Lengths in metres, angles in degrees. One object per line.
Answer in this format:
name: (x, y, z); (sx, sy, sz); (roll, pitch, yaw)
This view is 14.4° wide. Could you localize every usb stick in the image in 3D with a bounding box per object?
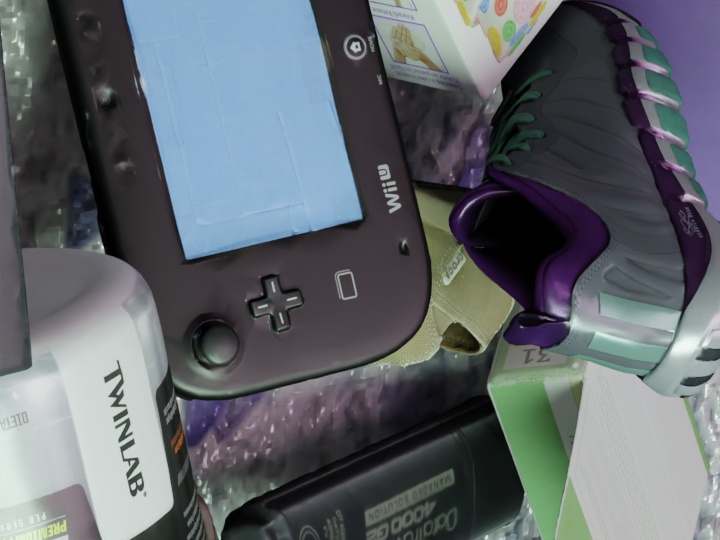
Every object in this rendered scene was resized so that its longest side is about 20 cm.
usb stick: (0.009, 0.090, 1.048); (0.200, 0.032, 0.056); (-19, 110, -60)

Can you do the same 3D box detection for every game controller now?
game controller: (-0.042, -0.062, 0.910); (0.104, 0.042, 0.201); (-14, 89, -13)

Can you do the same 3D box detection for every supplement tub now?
supplement tub: (-0.104, 0.104, 0.868); (0.122, 0.122, 0.201); (-28, 113, -42)

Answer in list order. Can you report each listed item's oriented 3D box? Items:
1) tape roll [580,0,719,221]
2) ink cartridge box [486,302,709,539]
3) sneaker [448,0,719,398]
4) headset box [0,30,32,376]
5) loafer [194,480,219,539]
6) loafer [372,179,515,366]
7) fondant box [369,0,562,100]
tape roll: (0.168, -0.084, 1.144); (0.200, 0.085, 0.201); (5, 84, -59)
ink cartridge box: (0.088, 0.095, 1.106); (0.200, 0.048, 0.146); (-70, 147, -46)
sneaker: (0.067, -0.039, 1.000); (0.087, 0.200, 0.075); (10, 122, -23)
headset box: (-0.185, -0.062, 0.728); (0.173, 0.093, 0.201); (-12, 111, -27)
loafer: (-0.074, 0.156, 0.968); (0.072, 0.063, 0.201); (-8, 106, -26)
loafer: (0.000, 0.000, 1.012); (0.199, 0.076, 0.068); (2, 93, -50)
fondant box: (0.028, -0.183, 1.008); (0.144, 0.058, 0.200); (-52, 134, -26)
